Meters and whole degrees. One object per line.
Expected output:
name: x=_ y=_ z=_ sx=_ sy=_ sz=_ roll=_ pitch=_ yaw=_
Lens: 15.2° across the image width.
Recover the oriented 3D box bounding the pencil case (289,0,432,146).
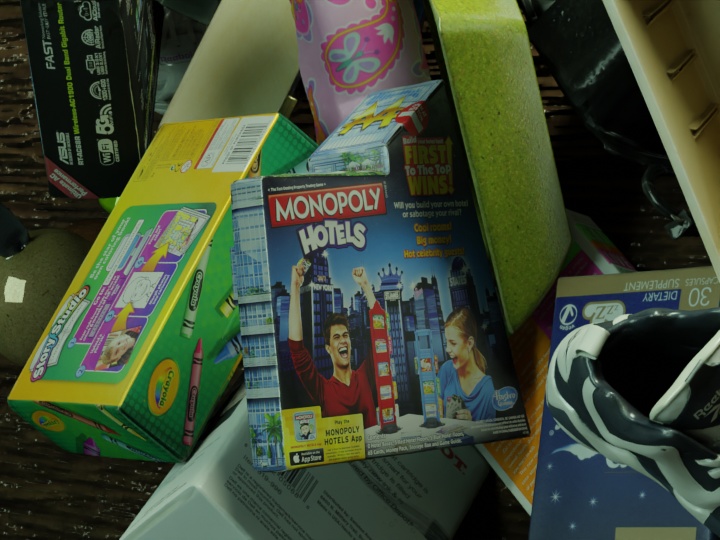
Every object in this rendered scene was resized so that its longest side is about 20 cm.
pencil case: x=-0.001 y=-0.146 z=1.555 sx=0.087 sy=0.087 sz=0.201 roll=-4 pitch=103 yaw=47

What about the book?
book: x=0.133 y=0.077 z=1.494 sx=0.134 sy=0.048 sz=0.200 roll=-54 pitch=46 yaw=20

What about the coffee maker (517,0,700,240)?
coffee maker: x=0.203 y=-0.157 z=1.438 sx=0.200 sy=0.134 sz=0.193 roll=-45 pitch=74 yaw=32

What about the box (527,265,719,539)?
box: x=0.149 y=0.099 z=1.425 sx=0.121 sy=0.032 sz=0.202 roll=-5 pitch=73 yaw=40

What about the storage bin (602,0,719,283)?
storage bin: x=0.234 y=-0.128 z=1.302 sx=0.198 sy=0.094 sz=0.201 roll=-21 pitch=98 yaw=25

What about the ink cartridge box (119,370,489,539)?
ink cartridge box: x=-0.028 y=0.133 z=1.514 sx=0.083 sy=0.147 sz=0.200 roll=-38 pitch=9 yaw=36

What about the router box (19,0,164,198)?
router box: x=-0.161 y=-0.162 z=1.640 sx=0.201 sy=0.062 sz=0.151 roll=-90 pitch=-2 yaw=-51

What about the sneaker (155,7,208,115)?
sneaker: x=-0.106 y=-0.150 z=1.782 sx=0.199 sy=0.099 sz=0.075 roll=-15 pitch=61 yaw=44

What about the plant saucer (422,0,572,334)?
plant saucer: x=0.073 y=-0.099 z=1.505 sx=0.048 sy=0.201 sz=0.200 roll=-14 pitch=30 yaw=2

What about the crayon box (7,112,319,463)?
crayon box: x=-0.107 y=0.008 z=1.534 sx=0.118 sy=0.058 sz=0.201 roll=-1 pitch=56 yaw=52

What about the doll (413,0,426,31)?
doll: x=0.028 y=-0.179 z=1.642 sx=0.136 sy=0.048 sz=0.201 roll=159 pitch=129 yaw=-75

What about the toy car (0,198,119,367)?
toy car: x=-0.207 y=0.013 z=1.774 sx=0.158 sy=0.199 sz=0.165 roll=37 pitch=106 yaw=47

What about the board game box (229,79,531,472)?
board game box: x=0.000 y=0.000 z=1.446 sx=0.061 sy=0.199 sz=0.202 roll=-8 pitch=87 yaw=42

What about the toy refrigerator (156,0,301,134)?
toy refrigerator: x=-0.052 y=-0.155 z=1.679 sx=0.201 sy=0.070 sz=0.076 roll=-64 pitch=1 yaw=-8

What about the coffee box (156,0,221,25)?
coffee box: x=-0.078 y=-0.252 z=1.736 sx=0.200 sy=0.044 sz=0.123 roll=-79 pitch=15 yaw=-63

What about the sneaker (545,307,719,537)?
sneaker: x=0.184 y=0.078 z=1.314 sx=0.198 sy=0.130 sz=0.080 roll=33 pitch=80 yaw=10
